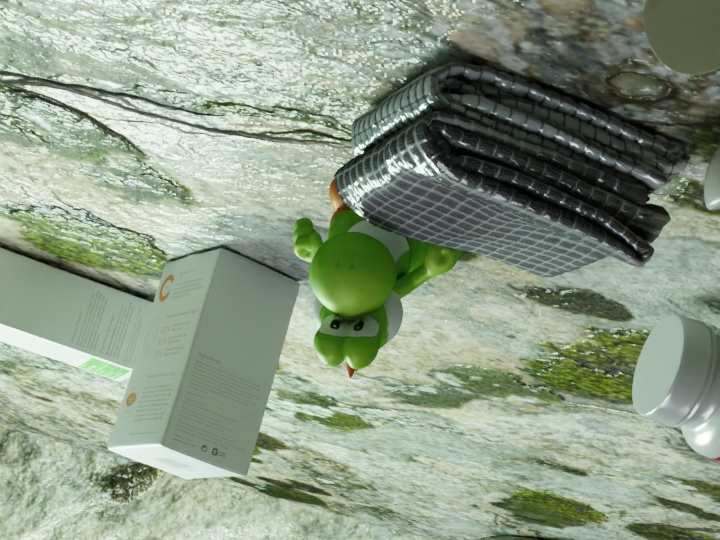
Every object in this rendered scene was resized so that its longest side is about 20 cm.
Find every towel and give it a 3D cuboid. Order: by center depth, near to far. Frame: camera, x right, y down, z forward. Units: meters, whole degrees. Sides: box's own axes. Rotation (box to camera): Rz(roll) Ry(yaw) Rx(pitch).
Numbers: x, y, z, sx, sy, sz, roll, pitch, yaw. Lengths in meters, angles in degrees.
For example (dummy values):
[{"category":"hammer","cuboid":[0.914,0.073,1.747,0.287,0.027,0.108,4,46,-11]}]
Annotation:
[{"category":"towel","cuboid":[0.099,-0.058,1.132,0.199,0.086,0.166,20,163,-16]}]

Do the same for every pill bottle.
[{"category":"pill bottle","cuboid":[0.337,0.111,1.391,0.199,0.120,0.120,19,162,-12]}]

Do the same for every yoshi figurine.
[{"category":"yoshi figurine","cuboid":[0.007,-0.011,1.221,0.112,0.200,0.112,-30,113,25]}]

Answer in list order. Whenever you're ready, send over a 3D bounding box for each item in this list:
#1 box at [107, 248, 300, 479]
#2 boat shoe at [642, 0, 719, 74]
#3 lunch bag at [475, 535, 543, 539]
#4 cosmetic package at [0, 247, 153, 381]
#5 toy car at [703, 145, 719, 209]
[{"category":"box","cuboid":[-0.153,0.093,1.614,0.097,0.201,0.124,25,161,-28]},{"category":"boat shoe","cuboid":[0.235,-0.145,0.795,0.201,0.074,0.063,-15,-178,41]},{"category":"lunch bag","cuboid":[0.253,0.484,2.571,0.200,0.140,0.168,-3,155,44]},{"category":"cosmetic package","cuboid":[-0.336,0.049,1.829,0.199,0.085,0.108,19,165,-15]},{"category":"toy car","cuboid":[0.316,-0.019,0.994,0.149,0.176,0.200,-15,176,-26]}]
